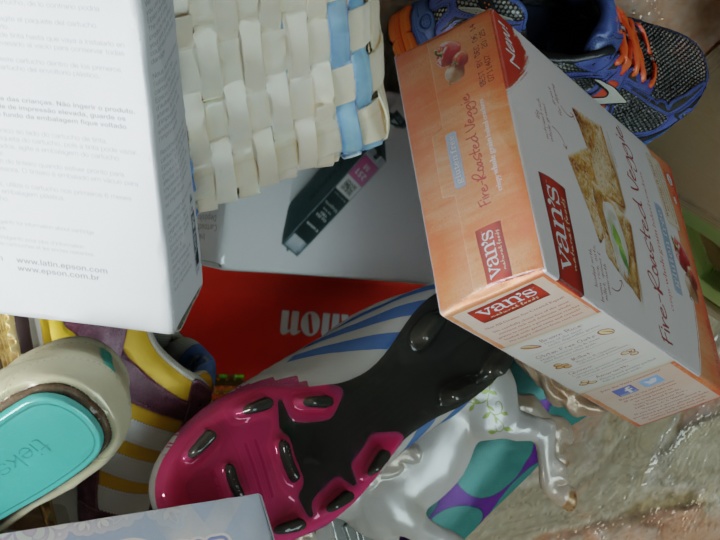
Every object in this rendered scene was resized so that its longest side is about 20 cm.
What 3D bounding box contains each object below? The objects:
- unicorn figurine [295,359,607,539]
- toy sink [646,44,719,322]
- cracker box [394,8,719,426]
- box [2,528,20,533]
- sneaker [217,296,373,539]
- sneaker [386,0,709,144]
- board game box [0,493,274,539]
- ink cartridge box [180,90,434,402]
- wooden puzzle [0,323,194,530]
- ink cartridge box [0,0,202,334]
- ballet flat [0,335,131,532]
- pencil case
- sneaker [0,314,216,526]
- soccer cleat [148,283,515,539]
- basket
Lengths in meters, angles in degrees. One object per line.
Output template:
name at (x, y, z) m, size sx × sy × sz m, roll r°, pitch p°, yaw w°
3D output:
unicorn figurine at (0.032, 0.105, 0.854) m, size 0.137 × 0.074 × 0.201 m, roll 44°, pitch 69°, yaw -26°
toy sink at (0.252, -0.017, 0.958) m, size 0.112 × 0.200 × 0.131 m, roll -42°, pitch 135°, yaw -9°
cracker box at (0.099, -0.018, 0.809) m, size 0.057 × 0.135 × 0.200 m, roll -23°, pitch 150°, yaw 27°
box at (-0.255, 0.162, 0.735) m, size 0.199 × 0.036 × 0.145 m, roll 20°, pitch 105°, yaw -34°
sneaker at (-0.054, 0.092, 0.876) m, size 0.076 × 0.080 × 0.202 m, roll -21°, pitch 108°, yaw -35°
sneaker at (0.111, -0.109, 0.857) m, size 0.199 × 0.076 × 0.078 m, roll 0°, pitch 156°, yaw -40°
board game box at (-0.138, 0.182, 0.711) m, size 0.198 × 0.044 × 0.200 m, roll -7°, pitch 137°, yaw -14°
ink cartridge box at (0.000, 0.000, 0.838) m, size 0.199 × 0.043 × 0.175 m, roll 5°, pitch 89°, yaw -40°
wooden puzzle at (-0.190, 0.096, 0.792) m, size 0.199 × 0.046 × 0.187 m, roll 2°, pitch 114°, yaw -34°
ink cartridge box at (-0.161, -0.076, 0.618) m, size 0.041 × 0.198 × 0.201 m, roll -68°, pitch 161°, yaw -52°
ballet flat at (-0.171, 0.086, 0.678) m, size 0.199 × 0.070 × 0.069 m, roll -30°, pitch 137°, yaw 15°
pencil case at (0.074, 0.088, 0.963) m, size 0.200 × 0.085 × 0.093 m, roll -43°, pitch 133°, yaw -8°
sneaker at (-0.101, 0.076, 0.754) m, size 0.089 × 0.075 × 0.201 m, roll -16°, pitch 123°, yaw -14°
soccer cleat at (-0.017, 0.068, 0.771) m, size 0.199 × 0.086 × 0.070 m, roll -28°, pitch 97°, yaw -31°
basket at (-0.093, -0.103, 0.681) m, size 0.198 × 0.139 × 0.178 m, roll -10°, pitch 125°, yaw -12°
